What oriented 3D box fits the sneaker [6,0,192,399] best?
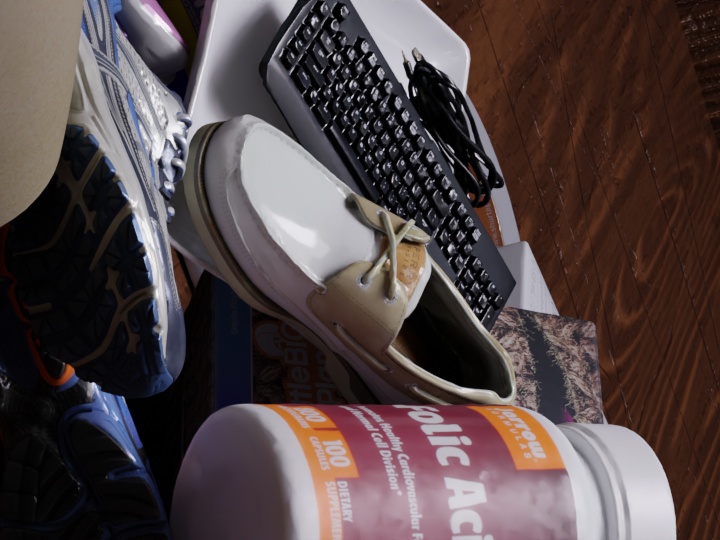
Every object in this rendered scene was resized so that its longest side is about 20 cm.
[{"bbox_3d":[-0.100,-0.044,1.222,0.085,0.077,0.201,0,63,-45],"label":"sneaker"}]

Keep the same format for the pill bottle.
[{"bbox_3d":[0.029,0.114,1.282,0.199,0.114,0.115,1,69,-30],"label":"pill bottle"}]

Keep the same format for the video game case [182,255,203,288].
[{"bbox_3d":[-0.087,-0.105,1.625,0.200,0.023,0.183,-63,136,-67],"label":"video game case"}]

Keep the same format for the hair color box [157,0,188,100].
[{"bbox_3d":[-0.082,-0.134,1.511,0.109,0.064,0.201,-72,142,-68],"label":"hair color box"}]

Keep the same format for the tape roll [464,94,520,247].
[{"bbox_3d":[0.048,-0.025,1.933,0.200,0.066,0.202,-14,90,-74],"label":"tape roll"}]

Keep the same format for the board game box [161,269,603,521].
[{"bbox_3d":[0.010,0.097,1.431,0.097,0.199,0.160,118,-24,-49],"label":"board game box"}]

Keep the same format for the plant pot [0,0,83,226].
[{"bbox_3d":[-0.176,-0.108,1.100,0.201,0.186,0.188,79,8,-47],"label":"plant pot"}]

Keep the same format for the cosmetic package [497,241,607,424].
[{"bbox_3d":[0.078,0.129,1.795,0.200,0.122,0.201,-84,155,-51],"label":"cosmetic package"}]

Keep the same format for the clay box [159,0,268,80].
[{"bbox_3d":[-0.066,-0.171,1.407,0.115,0.047,0.201,-56,131,-61],"label":"clay box"}]

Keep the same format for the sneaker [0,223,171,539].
[{"bbox_3d":[-0.121,0.068,1.271,0.078,0.075,0.201,-43,118,-76],"label":"sneaker"}]

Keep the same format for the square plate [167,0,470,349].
[{"bbox_3d":[-0.022,-0.061,1.366,0.200,0.028,0.199,38,55,-46],"label":"square plate"}]

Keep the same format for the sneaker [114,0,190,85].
[{"bbox_3d":[-0.136,-0.100,1.374,0.081,0.088,0.200,53,-4,-5],"label":"sneaker"}]

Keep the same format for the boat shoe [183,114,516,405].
[{"bbox_3d":[0.000,0.000,1.302,0.200,0.068,0.075,47,49,-40],"label":"boat shoe"}]

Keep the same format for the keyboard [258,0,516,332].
[{"bbox_3d":[0.028,-0.052,1.380,0.200,0.039,0.104,58,42,-34],"label":"keyboard"}]
